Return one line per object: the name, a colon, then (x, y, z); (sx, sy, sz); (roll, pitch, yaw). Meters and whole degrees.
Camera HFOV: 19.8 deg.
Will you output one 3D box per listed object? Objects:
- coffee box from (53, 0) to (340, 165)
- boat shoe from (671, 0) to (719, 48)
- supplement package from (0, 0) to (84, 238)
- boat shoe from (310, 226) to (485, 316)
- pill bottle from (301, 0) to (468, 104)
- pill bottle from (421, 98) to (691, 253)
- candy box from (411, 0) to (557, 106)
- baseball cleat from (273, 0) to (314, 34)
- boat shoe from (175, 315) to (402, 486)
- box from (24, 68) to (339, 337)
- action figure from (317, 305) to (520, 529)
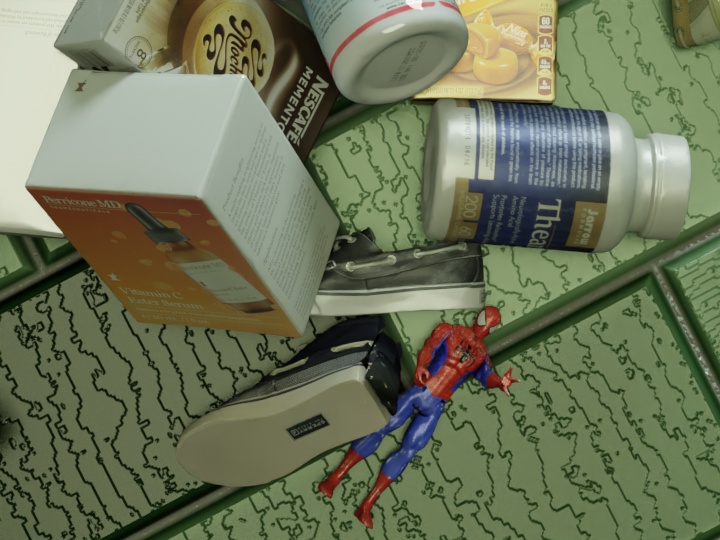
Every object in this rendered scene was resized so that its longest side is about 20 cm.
coffee box: (-0.117, -0.163, 1.569); (0.200, 0.080, 0.114); (36, 71, -33)
boat shoe: (0.255, -0.279, 1.638); (0.063, 0.073, 0.202); (-14, 96, 30)
supplement package: (-0.270, -0.128, 1.605); (0.119, 0.121, 0.202); (5, 90, 0)
boat shoe: (0.000, 0.000, 1.633); (0.198, 0.072, 0.068); (-2, 92, -3)
pill bottle: (0.000, -0.236, 1.581); (0.108, 0.109, 0.201); (-22, 66, 0)
pill bottle: (0.151, -0.071, 1.610); (0.198, 0.111, 0.112); (4, 90, -5)
candy box: (0.098, -0.232, 1.640); (0.114, 0.055, 0.202); (1, 90, 0)
baseball cleat: (-0.097, -0.272, 1.633); (0.199, 0.070, 0.107); (34, 83, -4)
boat shoe: (-0.051, 0.103, 1.640); (0.199, 0.093, 0.075); (-19, 119, 24)
box: (-0.128, -0.048, 1.536); (0.151, 0.200, 0.107); (5, 61, 26)
action figure: (0.052, 0.112, 1.622); (0.065, 0.099, 0.201); (37, 88, -11)
